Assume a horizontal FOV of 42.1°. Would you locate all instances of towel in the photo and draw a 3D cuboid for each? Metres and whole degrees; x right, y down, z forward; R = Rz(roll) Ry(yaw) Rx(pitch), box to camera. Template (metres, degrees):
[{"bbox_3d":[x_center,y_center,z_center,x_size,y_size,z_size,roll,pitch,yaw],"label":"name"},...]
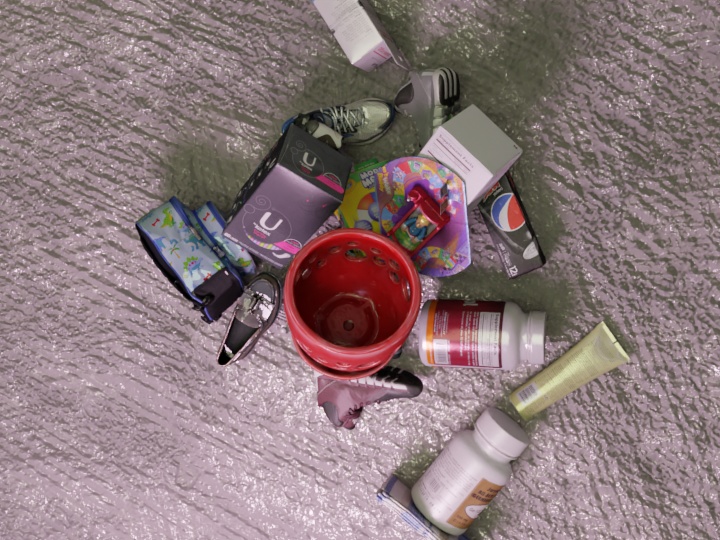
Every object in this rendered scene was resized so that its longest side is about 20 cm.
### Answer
[{"bbox_3d":[0.112,0.422,1.570,0.200,0.147,0.024,38,94,7],"label":"towel"}]

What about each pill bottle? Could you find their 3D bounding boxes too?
[{"bbox_3d":[0.186,0.331,1.560,0.114,0.114,0.200,39,103,8],"label":"pill bottle"},{"bbox_3d":[0.202,0.106,1.536,0.199,0.113,0.113,2,96,14],"label":"pill bottle"}]

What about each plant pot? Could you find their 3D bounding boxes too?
[{"bbox_3d":[-0.015,0.058,1.420,0.200,0.183,0.201,1,69,-3],"label":"plant pot"}]

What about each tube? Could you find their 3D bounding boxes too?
[{"bbox_3d":[0.340,0.172,1.543,0.200,0.052,0.058,-37,127,11],"label":"tube"}]

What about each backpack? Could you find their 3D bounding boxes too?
[{"bbox_3d":[-0.279,-0.035,1.619,0.147,0.183,0.200,-40,81,-9],"label":"backpack"}]

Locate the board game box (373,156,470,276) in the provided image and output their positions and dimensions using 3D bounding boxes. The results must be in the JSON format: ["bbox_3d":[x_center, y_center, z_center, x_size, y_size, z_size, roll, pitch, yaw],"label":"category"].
[{"bbox_3d":[0.084,-0.073,1.424,0.158,0.039,0.200,10,121,31],"label":"board game box"}]

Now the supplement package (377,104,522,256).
[{"bbox_3d":[0.137,-0.139,1.453,0.110,0.114,0.200,44,132,7],"label":"supplement package"}]

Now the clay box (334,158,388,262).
[{"bbox_3d":[0.023,-0.096,1.554,0.115,0.048,0.200,-23,73,-14],"label":"clay box"}]

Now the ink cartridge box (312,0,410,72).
[{"bbox_3d":[-0.004,-0.399,1.541,0.068,0.116,0.200,-33,86,16],"label":"ink cartridge box"}]

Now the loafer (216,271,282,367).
[{"bbox_3d":[-0.194,0.092,1.616,0.072,0.063,0.200,33,122,5],"label":"loafer"}]

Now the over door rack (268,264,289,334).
[{"bbox_3d":[-0.105,0.019,1.632,0.147,0.067,0.200,22,100,11],"label":"over door rack"}]

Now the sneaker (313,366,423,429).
[{"bbox_3d":[0.012,0.225,1.624,0.200,0.076,0.116,8,102,24],"label":"sneaker"}]

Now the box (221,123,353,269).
[{"bbox_3d":[-0.119,-0.115,1.503,0.122,0.106,0.200,29,134,-16],"label":"box"}]

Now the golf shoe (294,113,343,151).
[{"bbox_3d":[-0.085,-0.173,1.567,0.094,0.200,0.078,17,60,-6],"label":"golf shoe"}]

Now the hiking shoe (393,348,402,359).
[{"bbox_3d":[-0.020,0.094,1.591,0.200,0.074,0.087,10,88,-22],"label":"hiking shoe"}]

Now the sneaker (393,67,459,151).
[{"bbox_3d":[0.107,-0.241,1.561,0.115,0.075,0.200,16,115,39],"label":"sneaker"}]

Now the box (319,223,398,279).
[{"bbox_3d":[0.000,0.000,1.563,0.137,0.040,0.200,26,70,7],"label":"box"}]

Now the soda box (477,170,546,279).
[{"bbox_3d":[0.236,-0.090,1.530,0.063,0.071,0.200,-23,89,17],"label":"soda box"}]

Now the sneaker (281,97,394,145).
[{"bbox_3d":[-0.041,-0.244,1.581,0.200,0.085,0.077,-11,92,15],"label":"sneaker"}]
